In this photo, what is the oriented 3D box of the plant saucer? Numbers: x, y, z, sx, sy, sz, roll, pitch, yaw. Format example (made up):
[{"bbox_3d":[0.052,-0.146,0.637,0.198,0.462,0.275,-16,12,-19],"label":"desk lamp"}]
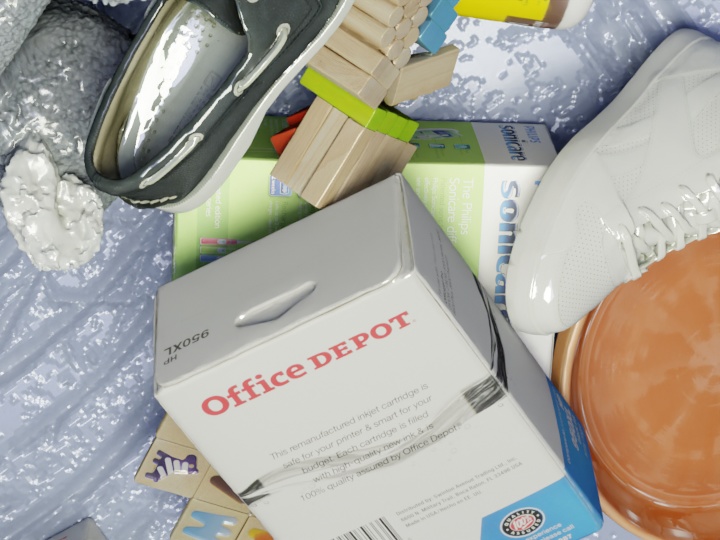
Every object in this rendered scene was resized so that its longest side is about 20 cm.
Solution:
[{"bbox_3d":[0.192,0.052,1.498,0.200,0.032,0.200,-6,106,-21],"label":"plant saucer"}]

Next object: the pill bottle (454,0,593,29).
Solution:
[{"bbox_3d":[0.021,-0.186,1.398,0.200,0.109,0.109,8,106,-6],"label":"pill bottle"}]

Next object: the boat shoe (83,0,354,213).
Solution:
[{"bbox_3d":[-0.059,-0.115,1.285,0.076,0.060,0.200,31,100,27],"label":"boat shoe"}]

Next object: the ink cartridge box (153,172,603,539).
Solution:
[{"bbox_3d":[0.009,0.069,1.379,0.145,0.084,0.200,-26,126,15],"label":"ink cartridge box"}]

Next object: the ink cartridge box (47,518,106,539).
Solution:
[{"bbox_3d":[-0.187,0.227,1.464,0.145,0.200,0.084,-29,104,5],"label":"ink cartridge box"}]

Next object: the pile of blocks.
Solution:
[{"bbox_3d":[0.003,-0.120,1.354,0.062,0.082,0.200,35,123,27],"label":"pile of blocks"}]

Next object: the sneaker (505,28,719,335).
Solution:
[{"bbox_3d":[0.165,-0.036,1.404,0.200,0.116,0.074,-52,144,-24],"label":"sneaker"}]

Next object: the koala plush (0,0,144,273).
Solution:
[{"bbox_3d":[-0.170,-0.109,1.381,0.184,0.177,0.200,-18,116,-2],"label":"koala plush"}]

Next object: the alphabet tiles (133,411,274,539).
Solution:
[{"bbox_3d":[-0.008,0.102,1.462,0.200,0.006,0.166,18,125,-17],"label":"alphabet tiles"}]

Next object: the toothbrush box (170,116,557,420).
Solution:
[{"bbox_3d":[0.000,0.000,1.465,0.200,0.086,0.146,1,109,-3],"label":"toothbrush box"}]
